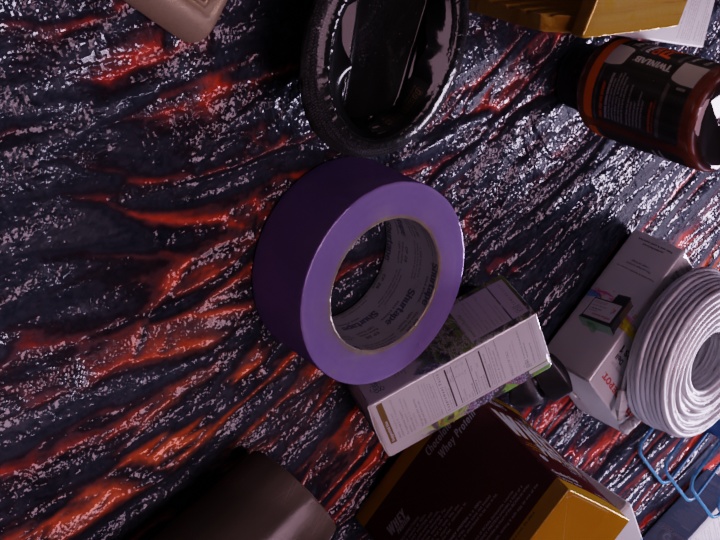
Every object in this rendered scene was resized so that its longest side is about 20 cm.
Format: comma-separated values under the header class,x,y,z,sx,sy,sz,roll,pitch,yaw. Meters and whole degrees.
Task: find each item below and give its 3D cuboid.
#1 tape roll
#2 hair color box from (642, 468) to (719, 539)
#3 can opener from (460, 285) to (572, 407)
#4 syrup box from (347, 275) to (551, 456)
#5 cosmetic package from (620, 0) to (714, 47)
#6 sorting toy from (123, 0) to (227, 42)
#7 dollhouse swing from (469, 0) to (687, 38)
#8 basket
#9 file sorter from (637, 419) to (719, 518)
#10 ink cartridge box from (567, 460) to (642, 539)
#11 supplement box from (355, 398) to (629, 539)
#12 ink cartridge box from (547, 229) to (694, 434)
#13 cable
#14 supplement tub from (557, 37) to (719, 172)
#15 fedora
class,x,y,z,sx,sy,sz,roll,pitch,yaw
tape roll,0.000,0.000,1.133,0.198,0.085,0.203,-18,121,-33
hair color box,0.481,0.402,1.755,0.199,0.060,0.100,-40,131,-20
can opener,0.166,0.085,1.339,0.078,0.064,0.200,-34,124,11
syrup box,0.088,0.097,1.223,0.198,0.079,0.082,-29,128,-6
cosmetic package,0.285,-0.300,1.238,0.198,0.084,0.109,-1,110,-40
sorting toy,-0.139,-0.300,0.904,0.184,0.036,0.202,30,89,-45
dollhouse swing,0.191,-0.322,1.065,0.180,0.199,0.178,-14,119,-35
basket,-0.127,0.285,1.128,0.200,0.135,0.181,-46,127,-19
file sorter,0.501,0.272,1.616,0.123,0.199,0.139,-50,133,-6
ink cartridge box,0.232,0.290,1.390,0.084,0.199,0.146,-40,131,-15
supplement box,0.138,0.266,1.277,0.132,0.200,0.198,30,99,-43
ink cartridge box,0.332,0.078,1.457,0.201,0.084,0.145,-51,134,-9
cable,0.398,0.099,1.415,0.198,0.069,0.203,-14,119,-36
supplement tub,0.297,-0.179,1.225,0.106,0.199,0.109,-19,122,-34
fedora,0.003,-0.205,1.033,0.199,0.091,0.204,-19,121,-34
